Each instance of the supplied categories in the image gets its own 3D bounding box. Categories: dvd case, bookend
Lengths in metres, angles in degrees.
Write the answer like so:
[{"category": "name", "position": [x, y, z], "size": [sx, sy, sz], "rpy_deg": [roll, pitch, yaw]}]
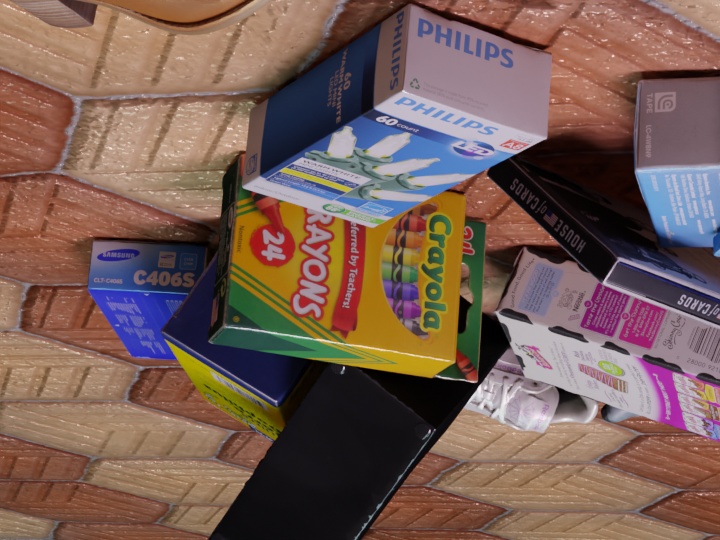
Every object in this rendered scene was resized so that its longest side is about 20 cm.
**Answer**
[{"category": "dvd case", "position": [0.194, -0.010, 1.357], "size": [0.200, 0.025, 0.150], "rpy_deg": [20, -162, -37]}, {"category": "bookend", "position": [0.004, 0.127, 1.552], "size": [0.092, 0.200, 0.199], "rpy_deg": [37, 118, 7]}]

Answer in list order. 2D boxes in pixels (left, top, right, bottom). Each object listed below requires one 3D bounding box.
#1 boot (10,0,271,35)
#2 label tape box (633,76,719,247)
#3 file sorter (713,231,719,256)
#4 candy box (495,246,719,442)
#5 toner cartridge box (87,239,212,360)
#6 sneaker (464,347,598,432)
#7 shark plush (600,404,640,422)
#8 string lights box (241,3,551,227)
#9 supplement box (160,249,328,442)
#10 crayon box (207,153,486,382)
[{"category": "boot", "position": [-0.134, -0.179, 1.000], "size": [0.199, 0.074, 0.155], "rpy_deg": [-8, 154, 28]}, {"category": "label tape box", "position": [0.275, -0.066, 1.247], "size": [0.199, 0.066, 0.143], "rpy_deg": [-3, 161, 13]}, {"category": "file sorter", "position": [0.304, 0.013, 1.184], "size": [0.138, 0.123, 0.200], "rpy_deg": [7, 161, -9]}, {"category": "candy box", "position": [0.213, 0.061, 1.542], "size": [0.199, 0.061, 0.136], "rpy_deg": [17, 161, 21]}, {"category": "toner cartridge box", "position": [-0.159, 0.028, 1.676], "size": [0.095, 0.043, 0.200], "rpy_deg": [2, 162, 5]}, {"category": "sneaker", "position": [0.111, 0.086, 1.684], "size": [0.199, 0.100, 0.075], "rpy_deg": [7, 119, -26]}, {"category": "shark plush", "position": [0.272, 0.073, 1.675], "size": [0.199, 0.091, 0.083], "rpy_deg": [7, 132, 7]}, {"category": "string lights box", "position": [0.019, -0.091, 1.243], "size": [0.102, 0.059, 0.200], "rpy_deg": [16, 159, -26]}, {"category": "supplement box", "position": [-0.067, 0.059, 1.588], "size": [0.109, 0.109, 0.200], "rpy_deg": [30, 167, 15]}, {"category": "crayon box", "position": [0.000, 0.000, 1.419], "size": [0.199, 0.127, 0.051], "rpy_deg": [9, 161, -16]}]
